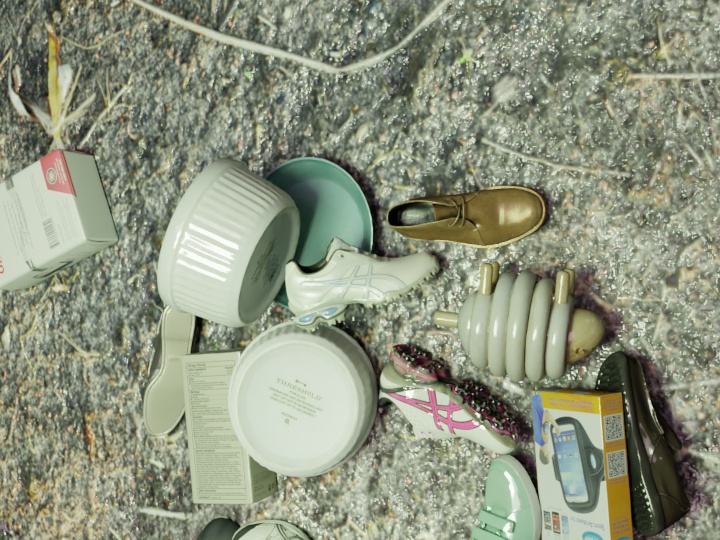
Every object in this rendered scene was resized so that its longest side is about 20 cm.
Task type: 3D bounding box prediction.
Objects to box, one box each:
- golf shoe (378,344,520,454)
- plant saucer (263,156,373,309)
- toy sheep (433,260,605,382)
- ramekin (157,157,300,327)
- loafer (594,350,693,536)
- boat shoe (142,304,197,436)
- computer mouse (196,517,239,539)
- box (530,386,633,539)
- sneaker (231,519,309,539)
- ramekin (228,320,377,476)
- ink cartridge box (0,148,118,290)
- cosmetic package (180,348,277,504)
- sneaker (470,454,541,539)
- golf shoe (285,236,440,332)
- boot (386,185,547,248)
[{"bbox_3d":[0.107,0.174,1.151,0.198,0.072,0.094,31,110,32],"label":"golf shoe"},{"bbox_3d":[-0.065,-0.047,1.245,0.196,0.036,0.205,1,91,26],"label":"plant saucer"},{"bbox_3d":[0.181,0.061,1.079,0.196,0.137,0.141,6,94,21],"label":"toy sheep"},{"bbox_3d":[-0.156,-0.027,1.166,0.103,0.200,0.204,22,100,13],"label":"ramekin"},{"bbox_3d":[0.320,0.191,1.055,0.070,0.073,0.205,-6,78,-18],"label":"loafer"},{"bbox_3d":[-0.270,0.134,1.342,0.065,0.057,0.204,10,101,-11],"label":"boat shoe"},{"bbox_3d":[-0.190,0.452,1.304,0.136,0.052,0.205,-11,86,26],"label":"computer mouse"},{"bbox_3d":[0.251,0.239,1.065,0.118,0.041,0.205,-7,86,61],"label":"box"},{"bbox_3d":[-0.091,0.385,1.229,0.196,0.087,0.077,14,90,21],"label":"sneaker"},{"bbox_3d":[-0.076,0.166,1.183,0.197,0.094,0.208,0,90,2],"label":"ramekin"},{"bbox_3d":[-0.481,-0.074,1.416,0.197,0.084,0.149,-23,81,22],"label":"ink cartridge box"},{"bbox_3d":[-0.181,0.211,1.284,0.101,0.073,0.205,-4,89,25],"label":"cosmetic package"},{"bbox_3d":[0.148,0.324,1.097,0.073,0.116,0.206,2,92,53],"label":"sneaker"},{"bbox_3d":[0.000,0.000,1.156,0.196,0.078,0.099,-19,98,-5],"label":"golf shoe"},{"bbox_3d":[0.125,-0.064,1.133,0.196,0.075,0.075,-3,88,24],"label":"boot"}]
